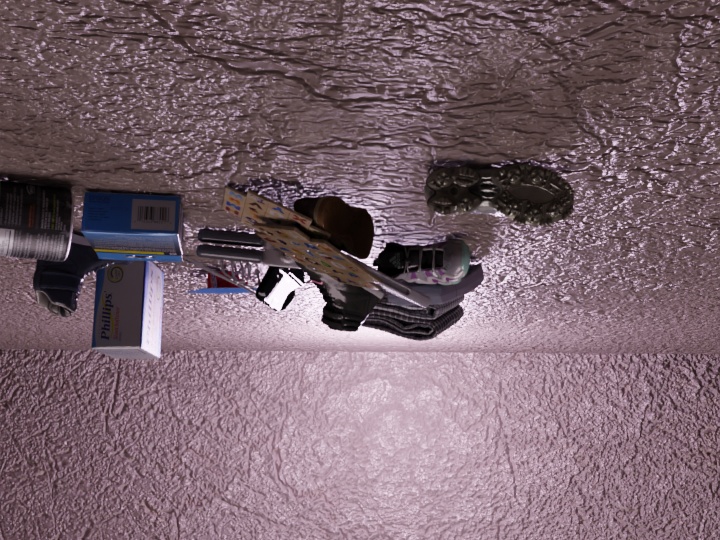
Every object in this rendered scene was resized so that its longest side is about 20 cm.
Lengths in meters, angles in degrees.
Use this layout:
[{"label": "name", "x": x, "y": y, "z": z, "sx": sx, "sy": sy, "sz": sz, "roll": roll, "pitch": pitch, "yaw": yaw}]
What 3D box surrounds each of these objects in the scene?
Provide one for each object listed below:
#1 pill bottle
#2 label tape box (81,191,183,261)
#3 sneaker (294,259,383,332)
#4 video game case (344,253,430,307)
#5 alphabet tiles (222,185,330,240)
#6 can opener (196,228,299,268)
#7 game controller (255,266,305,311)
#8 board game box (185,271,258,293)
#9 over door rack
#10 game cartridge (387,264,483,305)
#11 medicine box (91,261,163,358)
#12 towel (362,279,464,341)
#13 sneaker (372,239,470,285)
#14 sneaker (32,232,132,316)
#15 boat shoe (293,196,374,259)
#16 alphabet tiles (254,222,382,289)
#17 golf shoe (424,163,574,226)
[{"label": "pill bottle", "x": -0.514, "y": -0.075, "z": 1.399, "sx": 0.197, "sy": 0.108, "sz": 0.106, "roll": 6, "pitch": 168, "yaw": -24}, {"label": "label tape box", "x": -0.349, "y": -0.066, "z": 1.538, "sx": 0.141, "sy": 0.065, "sz": 0.200, "roll": 2, "pitch": 169, "yaw": -8}, {"label": "sneaker", "x": -0.050, "y": 0.044, "z": 1.677, "sx": 0.199, "sy": 0.100, "sz": 0.070, "roll": 29, "pitch": 177, "yaw": -40}, {"label": "video game case", "x": 0.000, "y": 0.000, "z": 1.666, "sx": 0.181, "sy": 0.022, "sz": 0.199, "roll": 27, "pitch": 177, "yaw": -31}, {"label": "alphabet tiles", "x": -0.128, "y": -0.073, "z": 1.462, "sx": 0.164, "sy": 0.006, "sz": 0.200, "roll": 25, "pitch": 167, "yaw": -5}, {"label": "can opener", "x": -0.187, "y": -0.035, "z": 1.708, "sx": 0.196, "sy": 0.054, "sz": 0.066, "roll": 6, "pitch": 170, "yaw": -20}, {"label": "game controller", "x": -0.151, "y": 0.022, "z": 1.887, "sx": 0.042, "sy": 0.105, "sz": 0.200, "roll": 38, "pitch": 176, "yaw": 13}, {"label": "board game box", "x": -0.277, "y": 0.024, "z": 2.085, "sx": 0.155, "sy": 0.040, "sz": 0.199, "roll": 1, "pitch": 176, "yaw": -27}, {"label": "over door rack", "x": -0.276, "y": -0.014, "z": 1.830, "sx": 0.196, "sy": 0.068, "sz": 0.148, "roll": 13, "pitch": 172, "yaw": 12}, {"label": "game cartridge", "x": 0.152, "y": 0.025, "z": 1.862, "sx": 0.131, "sy": 0.041, "sz": 0.199, "roll": 0, "pitch": -167, "yaw": 30}, {"label": "medicine box", "x": -0.464, "y": 0.077, "z": 1.978, "sx": 0.101, "sy": 0.186, "sz": 0.200, "roll": 1, "pitch": 170, "yaw": -1}, {"label": "towel", "x": 0.091, "y": 0.076, "z": 1.950, "sx": 0.197, "sy": 0.087, "sz": 0.165, "roll": 7, "pitch": -164, "yaw": 26}, {"label": "sneaker", "x": 0.091, "y": -0.014, "z": 1.716, "sx": 0.138, "sy": 0.079, "sz": 0.199, "roll": 6, "pitch": 168, "yaw": -29}, {"label": "sneaker", "x": -0.492, "y": 0.012, "z": 1.754, "sx": 0.076, "sy": 0.149, "sz": 0.200, "roll": -10, "pitch": 166, "yaw": 41}, {"label": "boat shoe", "x": -0.039, "y": -0.069, "z": 1.497, "sx": 0.071, "sy": 0.074, "sz": 0.199, "roll": 10, "pitch": 173, "yaw": 26}, {"label": "alphabet tiles", "x": -0.064, "y": -0.021, "z": 1.496, "sx": 0.165, "sy": 0.006, "sz": 0.199, "roll": 10, "pitch": 161, "yaw": 48}, {"label": "golf shoe", "x": 0.182, "y": -0.105, "z": 1.301, "sx": 0.196, "sy": 0.080, "sz": 0.097, "roll": 7, "pitch": -174, "yaw": 0}]
